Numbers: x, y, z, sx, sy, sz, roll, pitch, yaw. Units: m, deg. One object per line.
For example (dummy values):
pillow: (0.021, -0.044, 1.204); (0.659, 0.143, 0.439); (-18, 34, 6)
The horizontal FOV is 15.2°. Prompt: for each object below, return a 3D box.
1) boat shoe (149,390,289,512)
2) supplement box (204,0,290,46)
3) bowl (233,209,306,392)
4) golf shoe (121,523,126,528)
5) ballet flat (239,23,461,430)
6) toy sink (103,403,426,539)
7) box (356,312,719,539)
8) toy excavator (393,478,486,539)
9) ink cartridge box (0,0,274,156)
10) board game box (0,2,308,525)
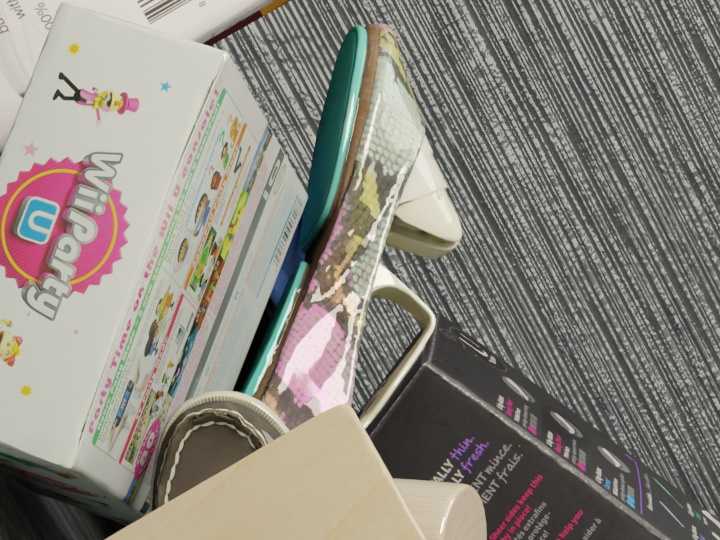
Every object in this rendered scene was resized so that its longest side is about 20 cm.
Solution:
boat shoe: (-0.034, 0.141, 0.921); (0.061, 0.071, 0.203); (11, 68, -83)
supplement box: (-0.170, -0.187, 1.314); (0.198, 0.199, 0.133); (60, -1, 27)
bowl: (-0.103, -0.013, 1.182); (0.199, 0.040, 0.201); (23, -27, 12)
golf shoe: (-0.045, 0.170, 1.044); (0.095, 0.077, 0.201); (71, 1, -49)
ballet flat: (0.000, 0.000, 1.088); (0.071, 0.201, 0.069); (19, -20, -8)
toy sink: (-0.014, 0.150, 0.823); (0.112, 0.130, 0.200); (59, -1, 33)
box: (0.076, 0.133, 1.239); (0.199, 0.123, 0.106); (37, 12, -4)
toy excavator: (0.039, 0.207, 1.131); (0.200, 0.099, 0.196); (54, 43, -60)
ink cartridge box: (-0.132, -0.128, 1.007); (0.147, 0.199, 0.084); (61, -4, -5)
board game box: (-0.084, 0.008, 0.961); (0.064, 0.149, 0.200); (19, -10, 9)
